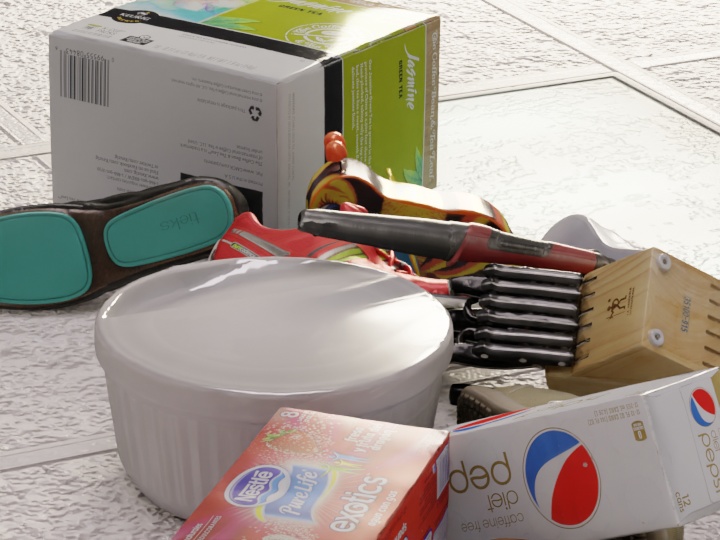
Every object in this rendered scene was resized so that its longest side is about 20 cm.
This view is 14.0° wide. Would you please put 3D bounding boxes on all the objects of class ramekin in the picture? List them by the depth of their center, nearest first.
[{"bbox_3d":[-0.048,0.069,1.630,0.202,0.095,0.202,1,22,0],"label":"ramekin"}]

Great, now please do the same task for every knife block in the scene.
[{"bbox_3d":[0.146,0.054,1.704,0.200,0.064,0.175,24,-29,-28],"label":"knife block"}]

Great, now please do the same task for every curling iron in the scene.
[{"bbox_3d":[0.058,-0.009,1.711,0.199,0.050,0.026,11,45,-22],"label":"curling iron"}]

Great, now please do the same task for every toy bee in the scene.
[{"bbox_3d":[0.008,-0.031,1.873,0.199,0.109,0.131,-9,25,-24],"label":"toy bee"}]

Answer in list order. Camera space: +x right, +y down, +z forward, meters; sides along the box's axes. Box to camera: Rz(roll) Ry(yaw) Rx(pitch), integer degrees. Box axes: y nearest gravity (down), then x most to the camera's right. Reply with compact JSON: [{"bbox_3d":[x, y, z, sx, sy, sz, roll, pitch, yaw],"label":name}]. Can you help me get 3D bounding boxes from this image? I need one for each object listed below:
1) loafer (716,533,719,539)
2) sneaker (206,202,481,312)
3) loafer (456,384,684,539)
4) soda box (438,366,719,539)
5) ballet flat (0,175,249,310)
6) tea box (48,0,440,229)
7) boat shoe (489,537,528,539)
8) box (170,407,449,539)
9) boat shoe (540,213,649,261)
[{"bbox_3d":[0.228,0.128,1.533,0.072,0.063,0.200,12,24,25],"label":"loafer"},{"bbox_3d":[0.000,0.000,1.790,0.199,0.077,0.085,9,64,18],"label":"sneaker"},{"bbox_3d":[0.121,0.103,1.577,0.068,0.076,0.200,-15,25,-22],"label":"loafer"},{"bbox_3d":[0.098,0.102,1.475,0.064,0.068,0.200,-15,0,-43],"label":"soda box"},{"bbox_3d":[-0.166,-0.015,1.876,0.199,0.068,0.068,-9,0,6],"label":"ballet flat"},{"bbox_3d":[-0.078,-0.110,2.033,0.199,0.134,0.197,14,24,31],"label":"tea box"},{"bbox_3d":[0.141,0.172,1.401,0.199,0.074,0.076,7,22,16],"label":"boat shoe"},{"bbox_3d":[-0.027,0.152,1.409,0.095,0.100,0.200,7,23,16],"label":"box"},{"bbox_3d":[0.165,0.018,1.824,0.065,0.074,0.200,29,3,-23],"label":"boat shoe"}]
